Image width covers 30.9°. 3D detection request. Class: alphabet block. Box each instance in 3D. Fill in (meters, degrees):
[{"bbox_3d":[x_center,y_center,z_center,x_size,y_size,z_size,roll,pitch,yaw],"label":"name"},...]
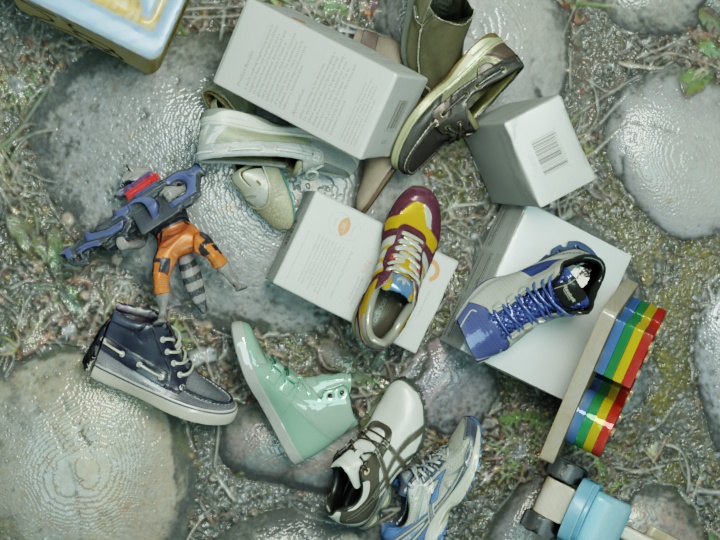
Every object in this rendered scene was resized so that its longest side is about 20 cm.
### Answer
[{"bbox_3d":[-0.278,-0.357,1.484,0.194,0.200,0.198,27,89,-11],"label":"alphabet block"}]

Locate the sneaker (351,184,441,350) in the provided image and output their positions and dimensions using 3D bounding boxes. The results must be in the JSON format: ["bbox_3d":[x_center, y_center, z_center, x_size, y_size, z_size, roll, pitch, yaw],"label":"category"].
[{"bbox_3d":[0.051,-0.002,1.521,0.074,0.090,0.202,18,90,-10],"label":"sneaker"}]

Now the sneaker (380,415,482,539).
[{"bbox_3d":[0.089,0.271,1.654,0.084,0.077,0.202,26,88,-6],"label":"sneaker"}]

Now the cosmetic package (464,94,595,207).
[{"bbox_3d":[0.198,-0.144,1.583,0.080,0.200,0.114,-26,101,-7],"label":"cosmetic package"}]

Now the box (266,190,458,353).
[{"bbox_3d":[0.000,0.000,1.608,0.198,0.097,0.126,27,88,-10],"label":"box"}]

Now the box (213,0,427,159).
[{"bbox_3d":[-0.044,-0.222,1.518,0.199,0.152,0.107,29,103,12],"label":"box"}]

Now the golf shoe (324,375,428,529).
[{"bbox_3d":[0.018,0.226,1.612,0.094,0.077,0.202,15,95,-54],"label":"golf shoe"}]

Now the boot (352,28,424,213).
[{"bbox_3d":[0.004,-0.192,1.618,0.145,0.070,0.201,34,86,-4],"label":"boot"}]

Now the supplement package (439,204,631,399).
[{"bbox_3d":[0.219,0.036,1.643,0.154,0.111,0.202,25,89,-10],"label":"supplement package"}]

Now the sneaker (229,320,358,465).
[{"bbox_3d":[-0.078,0.129,1.612,0.117,0.074,0.202,-28,108,-1],"label":"sneaker"}]

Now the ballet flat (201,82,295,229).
[{"bbox_3d":[-0.143,-0.137,1.587,0.062,0.067,0.202,-23,91,-44],"label":"ballet flat"}]

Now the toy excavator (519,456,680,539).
[{"bbox_3d":[0.321,0.329,1.677,0.198,0.194,0.101,27,88,17],"label":"toy excavator"}]

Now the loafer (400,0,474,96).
[{"bbox_3d":[0.093,-0.292,1.539,0.074,0.070,0.202,-19,125,-21],"label":"loafer"}]

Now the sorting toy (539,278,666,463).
[{"bbox_3d":[0.304,0.130,1.591,0.069,0.200,0.201,24,107,13],"label":"sorting toy"}]

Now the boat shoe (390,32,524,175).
[{"bbox_3d":[0.115,-0.190,1.551,0.065,0.073,0.201,41,98,23],"label":"boat shoe"}]

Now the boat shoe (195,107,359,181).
[{"bbox_3d":[-0.097,-0.137,1.539,0.200,0.074,0.066,14,77,-25],"label":"boat shoe"}]

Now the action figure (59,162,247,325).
[{"bbox_3d":[-0.251,-0.032,1.568,0.198,0.105,0.195,-24,82,4],"label":"action figure"}]

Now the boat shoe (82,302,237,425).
[{"bbox_3d":[-0.231,0.112,1.576,0.198,0.075,0.094,22,109,-10],"label":"boat shoe"}]

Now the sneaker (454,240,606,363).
[{"bbox_3d":[0.208,0.030,1.526,0.198,0.115,0.081,-32,96,-6],"label":"sneaker"}]
